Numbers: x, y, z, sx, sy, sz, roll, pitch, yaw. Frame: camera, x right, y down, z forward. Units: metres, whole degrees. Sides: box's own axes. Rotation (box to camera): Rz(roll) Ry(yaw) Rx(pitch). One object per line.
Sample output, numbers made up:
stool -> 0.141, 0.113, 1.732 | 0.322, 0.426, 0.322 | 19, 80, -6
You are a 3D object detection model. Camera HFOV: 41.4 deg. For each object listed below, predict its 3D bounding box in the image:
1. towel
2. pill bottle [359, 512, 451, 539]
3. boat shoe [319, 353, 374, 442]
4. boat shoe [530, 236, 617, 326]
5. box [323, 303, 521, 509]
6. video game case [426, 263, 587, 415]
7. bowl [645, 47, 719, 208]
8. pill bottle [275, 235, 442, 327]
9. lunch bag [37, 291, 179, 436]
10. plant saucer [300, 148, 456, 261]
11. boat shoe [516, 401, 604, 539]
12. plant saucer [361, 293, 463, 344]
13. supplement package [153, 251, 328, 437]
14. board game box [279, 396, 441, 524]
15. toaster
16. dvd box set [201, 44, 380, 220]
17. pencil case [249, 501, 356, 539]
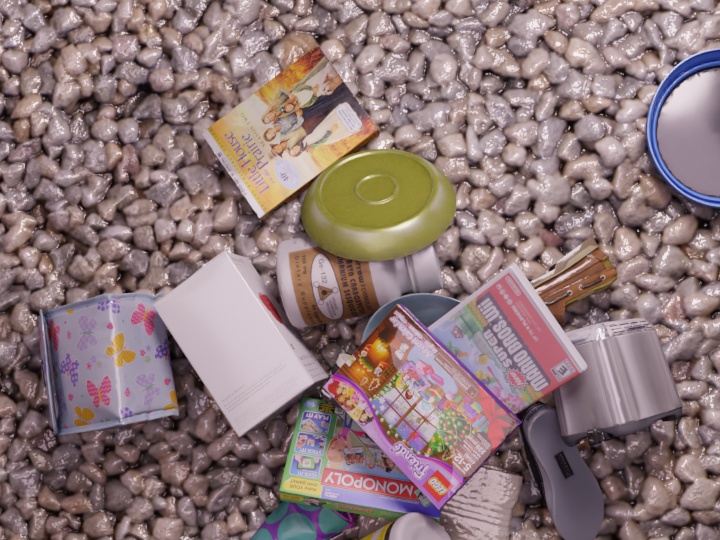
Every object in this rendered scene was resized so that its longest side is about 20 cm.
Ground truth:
towel -> 0.099, 0.303, 1.227 | 0.198, 0.034, 0.134 | 13, 91, 9
pill bottle -> 0.015, 0.378, 1.140 | 0.199, 0.111, 0.112 | -37, 82, 32
boat shoe -> 0.037, 0.187, 1.186 | 0.199, 0.072, 0.068 | 36, 96, 17
boat shoe -> 0.233, 0.043, 1.201 | 0.199, 0.072, 0.068 | -38, 82, 5
box -> 0.071, 0.158, 1.120 | 0.200, 0.039, 0.137 | 44, 97, 16
video game case -> 0.149, 0.104, 1.121 | 0.200, 0.017, 0.144 | -40, 80, 35
bowl -> 0.459, -0.177, 1.198 | 0.198, 0.039, 0.203 | 0, 87, 8
pill bottle -> 0.000, 0.000, 1.215 | 0.198, 0.114, 0.116 | -12, 86, 7
lunch bag -> -0.350, 0.126, 1.246 | 0.199, 0.127, 0.172 | -11, 84, 36
plant saucer -> 0.021, -0.093, 1.197 | 0.198, 0.031, 0.201 | -5, 45, 5
boat shoe -> 0.242, 0.249, 1.191 | 0.073, 0.068, 0.201 | -31, 108, -6
plant saucer -> 0.100, 0.109, 1.204 | 0.199, 0.039, 0.203 | 10, 122, 17
supplement package -> -0.151, 0.093, 1.228 | 0.119, 0.121, 0.201 | -36, 84, 4
board game box -> 0.009, 0.238, 1.193 | 0.198, 0.029, 0.135 | 8, 51, 5
toaster -> 0.294, 0.131, 1.134 | 0.113, 0.199, 0.131 | -22, 77, 40
dvd box set -> -0.095, -0.185, 1.280 | 0.199, 0.029, 0.147 | -35, 83, 4
pencil case -> -0.094, 0.361, 1.225 | 0.092, 0.085, 0.200 | 41, 94, 21
